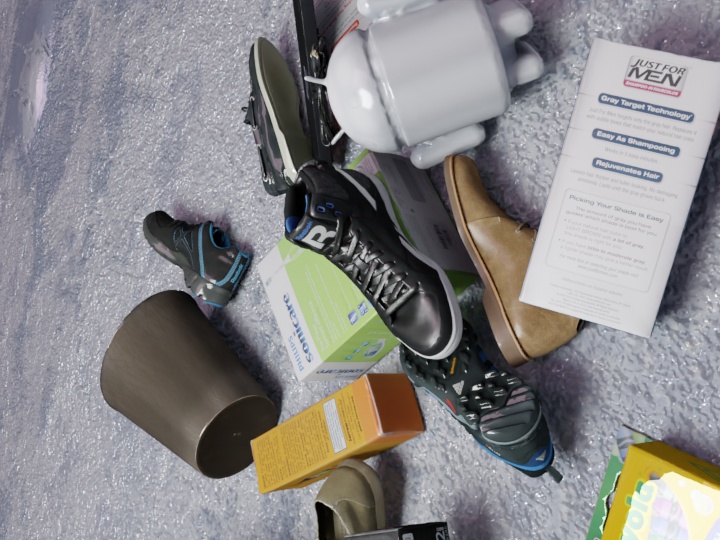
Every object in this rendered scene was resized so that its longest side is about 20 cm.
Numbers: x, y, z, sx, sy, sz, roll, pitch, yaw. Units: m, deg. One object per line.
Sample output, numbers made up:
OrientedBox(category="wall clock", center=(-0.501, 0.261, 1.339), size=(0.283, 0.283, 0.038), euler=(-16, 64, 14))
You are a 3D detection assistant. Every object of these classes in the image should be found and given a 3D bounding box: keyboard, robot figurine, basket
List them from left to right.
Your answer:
OrientedBox(category="basket", center=(-0.204, 0.148, 0.959), size=(0.200, 0.136, 0.181), euler=(34, 104, 39))
OrientedBox(category="keyboard", center=(-0.045, -0.189, 0.825), size=(0.127, 0.021, 0.200), euler=(-112, 13, -57))
OrientedBox(category="robot figurine", center=(0.056, -0.173, 0.700), size=(0.200, 0.170, 0.113), euler=(-18, 25, 7))

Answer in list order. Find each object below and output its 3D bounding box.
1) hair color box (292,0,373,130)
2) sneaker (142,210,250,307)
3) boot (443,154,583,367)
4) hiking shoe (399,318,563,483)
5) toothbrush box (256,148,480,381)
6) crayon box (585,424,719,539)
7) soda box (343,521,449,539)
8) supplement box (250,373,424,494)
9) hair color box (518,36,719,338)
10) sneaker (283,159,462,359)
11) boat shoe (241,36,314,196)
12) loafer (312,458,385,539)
OrientedBox(category="hair color box", center=(0.001, -0.250, 0.843), size=(0.101, 0.061, 0.200), euler=(-38, 59, 37))
OrientedBox(category="sneaker", center=(-0.214, -0.033, 1.043), size=(0.200, 0.073, 0.082), euler=(39, 96, 35))
OrientedBox(category="boot", center=(0.131, -0.022, 0.691), size=(0.075, 0.074, 0.200), euler=(-27, 70, 20))
OrientedBox(category="hiking shoe", center=(0.096, 0.108, 0.693), size=(0.074, 0.087, 0.200), euler=(-34, 31, -3))
OrientedBox(category="toothbrush box", center=(0.000, 0.000, 0.795), size=(0.200, 0.086, 0.146), euler=(-43, 57, 32))
OrientedBox(category="crayon box", center=(0.240, 0.205, 0.550), size=(0.200, 0.052, 0.126), euler=(21, 100, 45))
OrientedBox(category="soda box", center=(0.042, 0.310, 0.635), size=(0.071, 0.063, 0.200), euler=(-25, 66, 41))
OrientedBox(category="supplement box", center=(-0.030, 0.172, 0.821), size=(0.200, 0.066, 0.069), euler=(-37, 61, 36))
OrientedBox(category="hair color box", center=(0.195, -0.061, 0.594), size=(0.100, 0.061, 0.200), euler=(17, 98, 14))
OrientedBox(category="sneaker", center=(-0.004, -0.008, 0.661), size=(0.073, 0.112, 0.200), euler=(-50, 55, 29))
OrientedBox(category="boat shoe", center=(-0.108, -0.178, 0.936), size=(0.066, 0.074, 0.200), euler=(-25, 77, 29))
OrientedBox(category="loafer", center=(-0.011, 0.283, 0.764), size=(0.076, 0.067, 0.200), euler=(-2, 100, 46))
